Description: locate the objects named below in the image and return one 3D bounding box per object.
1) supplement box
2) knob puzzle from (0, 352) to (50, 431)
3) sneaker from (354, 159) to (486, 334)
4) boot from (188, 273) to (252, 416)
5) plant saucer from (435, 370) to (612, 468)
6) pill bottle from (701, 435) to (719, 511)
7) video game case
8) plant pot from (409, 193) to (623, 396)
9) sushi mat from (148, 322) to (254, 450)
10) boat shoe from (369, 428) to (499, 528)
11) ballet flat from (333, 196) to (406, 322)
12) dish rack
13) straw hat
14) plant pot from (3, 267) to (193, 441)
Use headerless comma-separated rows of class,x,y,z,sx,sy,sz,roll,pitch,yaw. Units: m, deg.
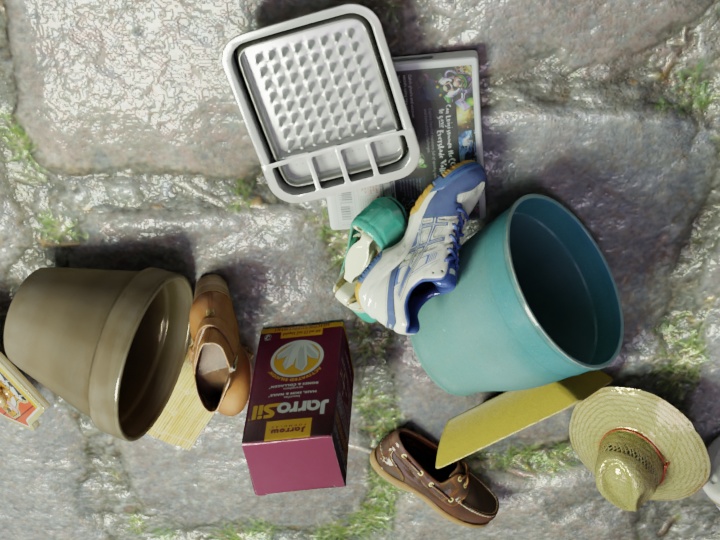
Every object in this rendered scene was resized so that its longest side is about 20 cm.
supplement box,-0.070,0.160,1.357,0.108,0.202,0.087,-6,126,8
knob puzzle,-0.473,0.129,1.400,0.218,0.030,0.222,29,146,22
sneaker,0.084,-0.020,1.221,0.201,0.088,0.075,-54,148,4
boot,-0.169,0.123,1.347,0.072,0.155,0.203,-11,119,-2
plant saucer,0.194,0.165,1.388,0.198,0.199,0.049,-29,80,22
pill bottle,0.537,0.307,1.490,0.119,0.121,0.200,-28,121,22
video game case,0.044,-0.138,1.244,0.178,0.024,0.203,-4,126,6
plant pot,0.162,0.048,1.281,0.199,0.202,0.187,38,133,-24
sushi mat,-0.223,0.153,1.476,0.095,0.012,0.201,26,123,-16
boat shoe,0.109,0.276,1.516,0.198,0.071,0.070,29,127,-18
ballet flat,0.000,0.000,1.296,0.067,0.070,0.202,40,143,21
dish rack,-0.038,-0.176,1.180,0.168,0.044,0.202,-12,125,12
straw hat,0.336,0.250,1.436,0.198,0.085,0.203,18,135,19
plant pot,-0.311,0.076,1.334,0.171,0.201,0.203,17,128,12
